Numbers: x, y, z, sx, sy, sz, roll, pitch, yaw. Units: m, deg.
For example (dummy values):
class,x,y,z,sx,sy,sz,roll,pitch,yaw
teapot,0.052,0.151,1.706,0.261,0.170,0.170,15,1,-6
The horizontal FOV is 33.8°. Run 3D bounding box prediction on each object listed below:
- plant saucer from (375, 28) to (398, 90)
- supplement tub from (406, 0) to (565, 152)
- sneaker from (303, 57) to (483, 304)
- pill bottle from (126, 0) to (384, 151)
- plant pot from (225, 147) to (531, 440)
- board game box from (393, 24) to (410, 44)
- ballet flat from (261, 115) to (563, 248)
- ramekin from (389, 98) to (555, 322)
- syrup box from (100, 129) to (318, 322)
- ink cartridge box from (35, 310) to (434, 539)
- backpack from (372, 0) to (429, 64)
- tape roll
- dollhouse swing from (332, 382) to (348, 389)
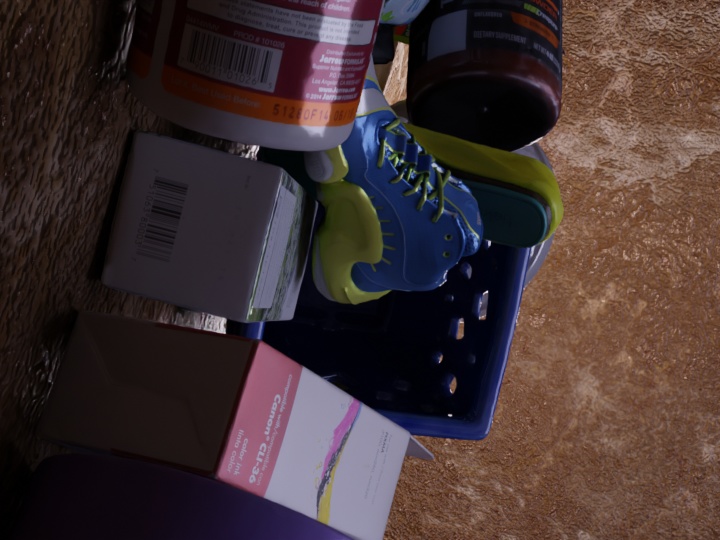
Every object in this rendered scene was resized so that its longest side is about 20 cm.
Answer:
class,x,y,z,sx,sy,sz,roll,pitch,yaw
plant saucer,0.015,-0.226,1.004,0.200,0.035,0.203,16,89,-86
supplement tub,0.086,-0.190,0.815,0.107,0.105,0.203,98,-4,-66
sneaker,0.022,-0.059,0.684,0.201,0.103,0.077,89,4,-51
pill bottle,-0.033,-0.164,0.516,0.110,0.108,0.203,-62,168,-71
plant pot,0.000,0.000,0.895,0.180,0.197,0.203,-148,-111,-73
board game box,0.078,-0.296,1.036,0.102,0.047,0.203,-56,161,-77
ballet flat,0.035,-0.067,0.762,0.067,0.197,0.067,-64,167,-48
ramekin,0.068,-0.062,1.063,0.105,0.198,0.203,25,80,-57
syrup box,-0.077,-0.019,0.673,0.200,0.080,0.080,29,75,-87
ink cartridge box,-0.054,0.091,0.615,0.200,0.115,0.068,38,63,-53
backpack,0.003,-0.227,0.713,0.163,0.151,0.204,-29,124,-75
tape roll,-0.077,0.167,0.563,0.201,0.197,0.086,98,9,-64
dollhouse swing,-0.084,0.196,0.929,0.200,0.179,0.179,-64,149,-71
